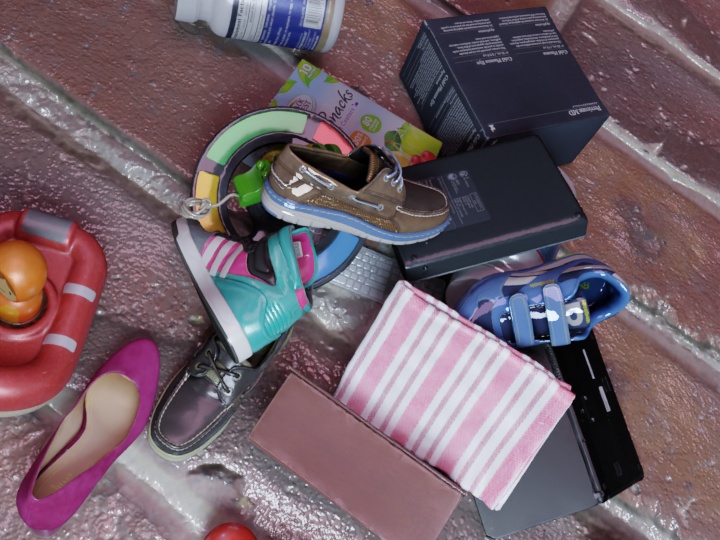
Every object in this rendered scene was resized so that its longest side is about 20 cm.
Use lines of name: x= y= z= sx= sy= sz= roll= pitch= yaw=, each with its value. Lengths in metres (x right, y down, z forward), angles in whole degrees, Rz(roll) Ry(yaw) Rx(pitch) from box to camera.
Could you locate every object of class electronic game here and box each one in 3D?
electronic game: x=-0.083 y=-0.076 z=0.894 sx=0.195 sy=0.042 sz=0.205 roll=1 pitch=80 yaw=-6

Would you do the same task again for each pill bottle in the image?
pill bottle: x=0.167 y=-0.029 z=0.947 sx=0.108 sy=0.109 sz=0.201 roll=32 pitch=52 yaw=1
pill bottle: x=-0.124 y=-0.337 z=1.019 sx=0.195 sy=0.116 sz=0.118 roll=5 pitch=60 yaw=-17

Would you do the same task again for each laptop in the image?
laptop: x=0.194 y=0.162 z=0.890 sx=0.198 sy=0.102 sz=0.181 roll=-1 pitch=70 yaw=-53

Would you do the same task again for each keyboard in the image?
keyboard: x=0.000 y=0.000 z=0.935 sx=0.196 sy=0.011 sz=0.057 roll=23 pitch=56 yaw=-6

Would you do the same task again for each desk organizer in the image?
desk organizer: x=-0.005 y=0.184 z=0.787 sx=0.198 sy=0.072 sz=0.078 roll=34 pitch=77 yaw=9

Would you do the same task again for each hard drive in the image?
hard drive: x=0.122 y=-0.070 z=0.890 sx=0.196 sy=0.033 sz=0.141 roll=-14 pitch=50 yaw=-6

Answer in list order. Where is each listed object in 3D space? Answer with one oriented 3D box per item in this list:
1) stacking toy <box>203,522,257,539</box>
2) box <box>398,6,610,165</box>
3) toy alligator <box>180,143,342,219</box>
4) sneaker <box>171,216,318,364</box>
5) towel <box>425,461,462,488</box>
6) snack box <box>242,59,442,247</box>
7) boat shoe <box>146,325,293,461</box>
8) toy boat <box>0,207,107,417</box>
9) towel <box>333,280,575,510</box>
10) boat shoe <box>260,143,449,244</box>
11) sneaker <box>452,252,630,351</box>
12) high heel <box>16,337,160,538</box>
stacking toy: x=-0.053 y=0.287 z=0.719 sx=0.198 sy=0.086 sz=0.086 roll=36 pitch=56 yaw=9
box: x=0.179 y=-0.224 z=1.071 sx=0.196 sy=0.105 sz=0.185 roll=-13 pitch=66 yaw=-25
toy alligator: x=-0.082 y=-0.093 z=0.832 sx=0.196 sy=0.055 sz=0.060 roll=-16 pitch=62 yaw=-26
sneaker: x=-0.103 y=-0.009 z=0.801 sx=0.119 sy=0.085 sz=0.201 roll=-26 pitch=44 yaw=-12
towel: x=0.084 y=0.144 z=0.877 sx=0.199 sy=0.023 sz=0.144 roll=-34 pitch=77 yaw=-32
snack box: x=-0.019 y=-0.138 z=0.981 sx=0.197 sy=0.053 sz=0.144 roll=30 pitch=56 yaw=-1
boat shoe: x=-0.130 y=0.090 z=0.803 sx=0.073 sy=0.065 sz=0.201 roll=33 pitch=55 yaw=4
toy boat: x=-0.303 y=0.022 z=0.740 sx=0.128 sy=0.131 sz=0.204 roll=15 pitch=57 yaw=-10
towel: x=0.084 y=0.119 z=0.799 sx=0.198 sy=0.148 sz=0.030 roll=32 pitch=20 yaw=6
boat shoe: x=0.008 y=-0.077 z=0.800 sx=0.196 sy=0.073 sz=0.073 roll=3 pitch=43 yaw=-26
sneaker: x=0.175 y=0.037 z=0.824 sx=0.197 sy=0.082 sz=0.075 roll=-22 pitch=112 yaw=-17
high heel: x=-0.225 y=0.131 z=0.727 sx=0.066 sy=0.097 sz=0.203 roll=23 pitch=56 yaw=-5
